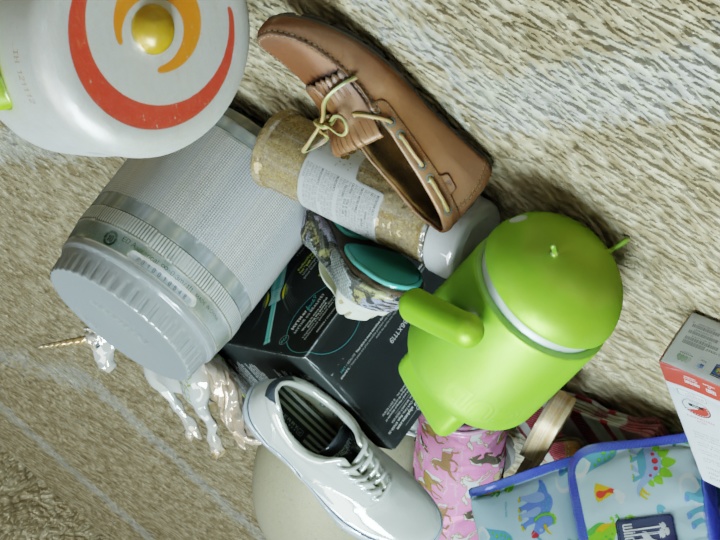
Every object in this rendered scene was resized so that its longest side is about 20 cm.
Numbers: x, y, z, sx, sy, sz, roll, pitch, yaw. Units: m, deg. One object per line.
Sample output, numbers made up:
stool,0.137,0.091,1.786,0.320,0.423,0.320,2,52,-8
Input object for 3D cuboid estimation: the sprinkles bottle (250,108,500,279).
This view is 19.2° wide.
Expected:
sprinkles bottle,0.009,-0.059,1.641,0.200,0.068,0.068,26,158,27

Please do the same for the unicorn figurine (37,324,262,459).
unicorn figurine,-0.163,0.094,1.856,0.200,0.074,0.138,-3,128,43

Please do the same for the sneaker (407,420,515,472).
sneaker,0.058,0.131,1.975,0.200,0.082,0.075,42,160,-14

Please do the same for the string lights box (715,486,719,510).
string lights box,0.277,0.234,1.804,0.200,0.059,0.103,-6,139,47

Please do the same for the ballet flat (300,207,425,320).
ballet flat,0.000,0.000,1.677,0.072,0.072,0.200,48,-176,-30

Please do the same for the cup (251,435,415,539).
cup,-0.014,0.175,2.045,0.200,0.200,0.143,28,153,23

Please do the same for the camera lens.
camera lens,-0.141,-0.030,1.766,0.160,0.200,0.160,32,160,13

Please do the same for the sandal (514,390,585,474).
sandal,0.171,0.173,1.827,0.070,0.078,0.212,30,155,9

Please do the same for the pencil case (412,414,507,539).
pencil case,0.085,0.171,1.904,0.200,0.086,0.083,94,162,-49

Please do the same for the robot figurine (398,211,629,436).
robot figurine,0.112,0.038,1.552,0.200,0.175,0.116,-49,61,39

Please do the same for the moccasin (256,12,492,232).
moccasin,0.002,-0.107,1.529,0.201,0.078,0.074,44,160,-20

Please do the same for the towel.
towel,0.209,0.151,1.854,0.200,0.023,0.144,18,154,44

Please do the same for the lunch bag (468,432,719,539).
lunch bag,0.202,0.236,1.719,0.200,0.171,0.127,-20,155,26

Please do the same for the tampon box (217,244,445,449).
tampon box,-0.025,0.049,1.825,0.126,0.150,0.200,48,158,-29

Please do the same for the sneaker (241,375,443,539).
sneaker,-0.011,0.161,1.727,0.200,0.073,0.071,37,161,-8

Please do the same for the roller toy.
roller toy,-0.177,-0.175,1.527,0.182,0.200,0.140,36,163,-34

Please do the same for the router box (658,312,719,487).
router box,0.330,0.130,1.552,0.200,0.049,0.180,23,157,34
